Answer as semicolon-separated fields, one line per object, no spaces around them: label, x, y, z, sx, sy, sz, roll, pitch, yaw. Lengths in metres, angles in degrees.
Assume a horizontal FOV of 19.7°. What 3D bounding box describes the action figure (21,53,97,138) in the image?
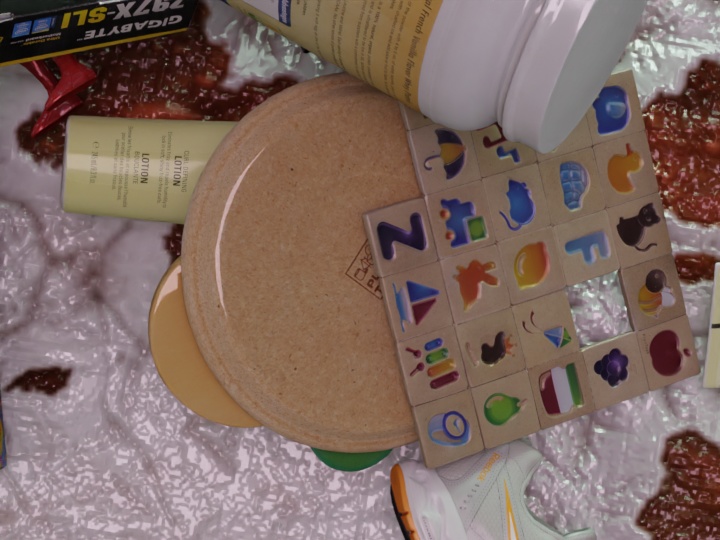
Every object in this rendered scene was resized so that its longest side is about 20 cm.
action figure;-0.220;-0.162;1.093;0.052;0.065;0.200;-36;87;-21

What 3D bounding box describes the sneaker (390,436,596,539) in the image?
sneaker;0.091;0.178;1.067;0.091;0.076;0.201;-23;88;-6

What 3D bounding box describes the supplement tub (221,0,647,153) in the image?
supplement tub;0.031;-0.155;0.984;0.199;0.144;0.145;31;87;14

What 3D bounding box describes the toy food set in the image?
toy food set;0.000;0.000;1.065;0.197;0.049;0.201;20;85;-19

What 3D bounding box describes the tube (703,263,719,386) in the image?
tube;0.280;0.027;1.078;0.198;0.052;0.059;-1;82;0

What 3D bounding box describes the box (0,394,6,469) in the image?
box;-0.295;0.018;1.053;0.198;0.122;0.194;-6;87;0

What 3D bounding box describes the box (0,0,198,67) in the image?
box;-0.188;-0.202;1.053;0.159;0.049;0.201;-14;70;-25

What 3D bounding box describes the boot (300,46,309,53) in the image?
boot;0.036;-0.203;1.090;0.199;0.075;0.097;-29;89;0

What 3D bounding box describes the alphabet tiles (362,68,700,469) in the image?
alphabet tiles;0.083;-0.019;1.065;0.166;0.008;0.202;-17;98;-21

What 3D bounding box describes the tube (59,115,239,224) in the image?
tube;-0.057;-0.050;1.094;0.198;0.058;0.052;5;42;-8
